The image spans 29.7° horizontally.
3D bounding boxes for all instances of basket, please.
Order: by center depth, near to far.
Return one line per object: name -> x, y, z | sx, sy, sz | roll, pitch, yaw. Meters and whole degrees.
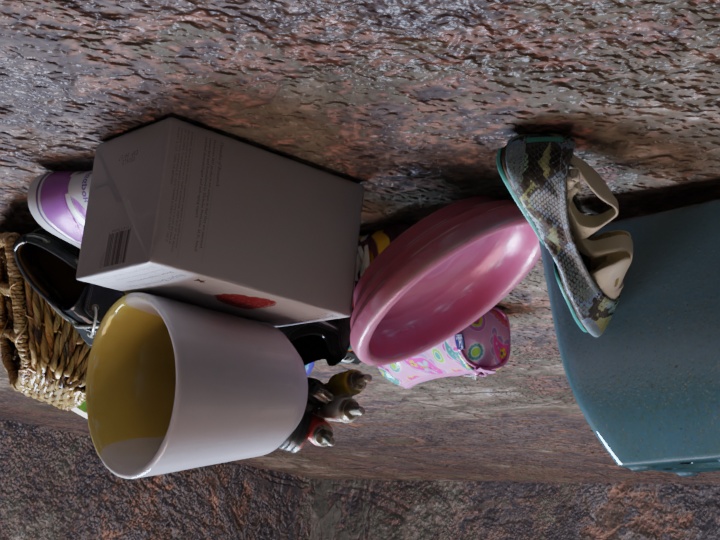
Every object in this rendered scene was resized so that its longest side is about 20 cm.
basket -> -0.340, 0.054, 1.409 | 0.149, 0.143, 0.200 | 28, 172, -19

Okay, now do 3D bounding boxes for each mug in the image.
mug -> -0.137, 0.087, 1.152 | 0.153, 0.187, 0.150 | 6, 126, -39

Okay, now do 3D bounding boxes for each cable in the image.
cable -> -0.054, 0.128, 1.280 | 0.050, 0.097, 0.200 | 37, 168, -16

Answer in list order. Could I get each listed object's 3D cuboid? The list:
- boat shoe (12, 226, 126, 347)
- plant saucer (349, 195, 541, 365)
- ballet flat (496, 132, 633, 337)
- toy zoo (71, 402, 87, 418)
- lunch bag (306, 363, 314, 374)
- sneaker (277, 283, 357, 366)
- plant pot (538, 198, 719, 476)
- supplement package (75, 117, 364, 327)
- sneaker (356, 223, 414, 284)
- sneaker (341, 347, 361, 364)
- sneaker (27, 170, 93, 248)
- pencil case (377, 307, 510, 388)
boat shoe -> -0.250, 0.042, 1.272 | 0.072, 0.200, 0.068 | -41, 174, 20
plant saucer -> 0.069, 0.003, 1.166 | 0.200, 0.051, 0.201 | -31, 159, -13
ballet flat -> 0.170, -0.025, 1.031 | 0.074, 0.074, 0.200 | -4, 138, 34
toy zoo -> -0.220, 0.123, 1.434 | 0.131, 0.020, 0.200 | 32, 135, -15
lunch bag -> -0.147, 0.084, 1.526 | 0.170, 0.128, 0.200 | -16, 169, -18
sneaker -> -0.098, 0.052, 1.252 | 0.200, 0.098, 0.071 | 2, 146, -1
plant pot -> 0.287, 0.068, 1.144 | 0.196, 0.200, 0.196 | -13, 161, 40
supplement package -> -0.113, -0.032, 1.124 | 0.200, 0.120, 0.121 | 16, 163, -37
sneaker -> 0.000, 0.000, 1.304 | 0.090, 0.075, 0.200 | 4, 166, -13
sneaker -> -0.018, 0.069, 1.411 | 0.071, 0.080, 0.200 | 23, -161, 17
sneaker -> -0.194, -0.039, 1.241 | 0.114, 0.073, 0.200 | -7, 161, 33
pencil case -> 0.098, 0.093, 1.622 | 0.087, 0.088, 0.200 | 13, 165, -28
